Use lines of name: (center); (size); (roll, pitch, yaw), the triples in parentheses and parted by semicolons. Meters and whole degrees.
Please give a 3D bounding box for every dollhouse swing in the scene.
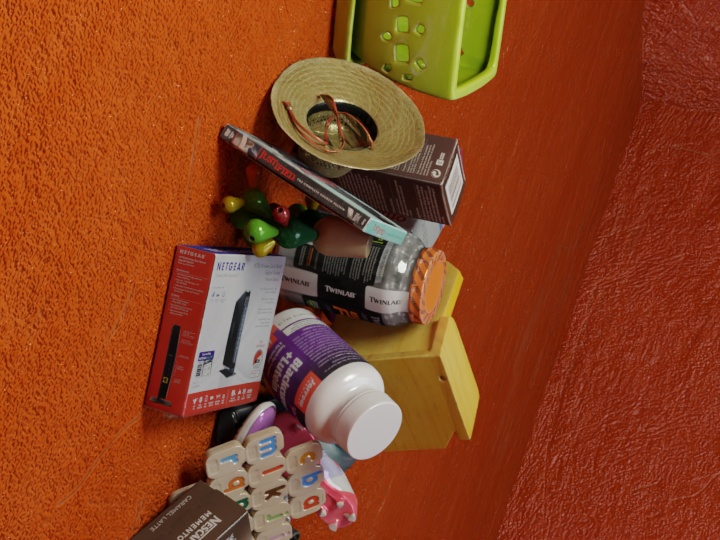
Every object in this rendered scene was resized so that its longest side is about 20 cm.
dollhouse swing: (0.060, 0.114, 1.789); (0.176, 0.199, 0.182); (-53, 128, -52)

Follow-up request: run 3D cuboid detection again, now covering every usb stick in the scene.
usb stick: (-0.132, 0.189, 1.719); (0.200, 0.032, 0.056); (-4, 99, -71)

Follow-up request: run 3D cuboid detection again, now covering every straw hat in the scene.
straw hat: (-0.029, -0.159, 1.607); (0.201, 0.201, 0.085); (-55, 174, -48)

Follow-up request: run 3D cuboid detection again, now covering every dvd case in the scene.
dvd case: (-0.050, -0.094, 1.505); (0.022, 0.200, 0.146); (-59, 162, 5)

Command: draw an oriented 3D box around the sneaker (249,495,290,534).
sneaker: (-0.121, 0.296, 1.788); (0.081, 0.075, 0.200); (-54, -174, 36)

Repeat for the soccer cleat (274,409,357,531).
soccer cleat: (-0.065, 0.252, 1.756); (0.200, 0.067, 0.077); (58, 9, -25)

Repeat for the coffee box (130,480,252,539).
coffee box: (-0.185, 0.356, 1.560); (0.114, 0.080, 0.201); (-40, 143, -33)

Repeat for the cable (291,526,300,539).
cable: (-0.143, 0.418, 1.743); (0.200, 0.050, 0.097); (-33, 142, -33)

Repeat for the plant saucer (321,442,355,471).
plant saucer: (-0.032, 0.183, 1.851); (0.200, 0.036, 0.201); (23, 64, -58)

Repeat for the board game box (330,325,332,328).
board game box: (-0.049, 0.195, 1.956); (0.151, 0.036, 0.201); (-52, 148, -52)

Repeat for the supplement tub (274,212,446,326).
supplement tub: (0.000, 0.000, 1.705); (0.122, 0.199, 0.123); (13, 90, -70)

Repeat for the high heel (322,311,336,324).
high heel: (0.001, -0.015, 1.912); (0.200, 0.067, 0.096); (-49, 144, -29)

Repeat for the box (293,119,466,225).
box: (0.026, -0.127, 1.695); (0.100, 0.199, 0.075); (71, 35, -59)

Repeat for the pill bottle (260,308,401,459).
pill bottle: (-0.041, 0.141, 1.649); (0.111, 0.200, 0.112); (-24, 133, -28)

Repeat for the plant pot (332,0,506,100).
plant pot: (0.075, -0.342, 1.720); (0.199, 0.181, 0.201); (-36, 137, -62)

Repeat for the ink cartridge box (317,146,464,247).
ink cartridge box: (0.042, -0.094, 1.850); (0.200, 0.145, 0.083); (-58, 153, -44)

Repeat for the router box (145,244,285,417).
router box: (-0.160, 0.064, 1.520); (0.200, 0.049, 0.180); (-1, 104, -71)

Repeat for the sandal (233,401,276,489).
sandal: (-0.136, 0.250, 1.650); (0.082, 0.050, 0.203); (-27, 144, -63)

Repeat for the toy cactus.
toy cactus: (-0.066, -0.056, 1.535); (0.200, 0.164, 0.103); (13, 90, -81)

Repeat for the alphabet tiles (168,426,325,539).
alphabet tiles: (-0.134, 0.274, 1.620); (0.195, 0.015, 0.201); (-18, 131, -19)
